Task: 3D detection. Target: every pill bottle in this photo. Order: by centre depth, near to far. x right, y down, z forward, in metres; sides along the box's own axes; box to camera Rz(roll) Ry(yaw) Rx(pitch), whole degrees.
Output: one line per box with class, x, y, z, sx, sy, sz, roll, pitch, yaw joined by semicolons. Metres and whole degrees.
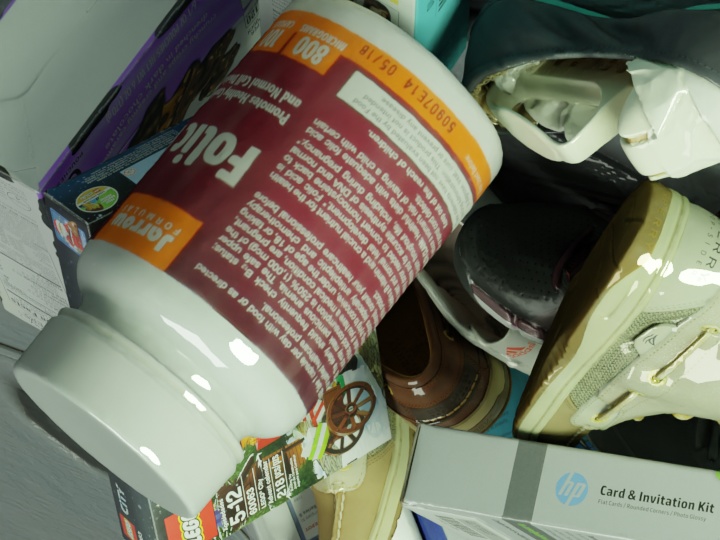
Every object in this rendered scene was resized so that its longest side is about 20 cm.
pill bottle;-0.043;-0.005;1.163;0.114;0.200;0.114;36;165;11

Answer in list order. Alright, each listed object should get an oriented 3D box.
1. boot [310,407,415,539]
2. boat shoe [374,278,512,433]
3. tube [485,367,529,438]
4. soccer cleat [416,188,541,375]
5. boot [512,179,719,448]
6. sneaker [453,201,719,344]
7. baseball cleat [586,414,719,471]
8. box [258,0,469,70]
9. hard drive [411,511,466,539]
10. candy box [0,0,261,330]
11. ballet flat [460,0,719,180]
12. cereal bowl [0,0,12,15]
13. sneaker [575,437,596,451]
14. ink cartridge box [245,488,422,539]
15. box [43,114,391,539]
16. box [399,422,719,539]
boot;-0.048;0.075;1.475;0.155;0.201;0.073;13;171;-9
boat shoe;0.000;0.001;1.403;0.200;0.072;0.068;51;-173;35
tube;0.074;0.072;1.420;0.077;0.050;0.201;-40;66;55
soccer cleat;0.092;0.028;1.360;0.200;0.078;0.069;39;119;-7
boot;0.154;0.048;1.188;0.154;0.072;0.200;23;152;-2
sneaker;0.136;-0.007;1.253;0.199;0.076;0.116;20;151;14
baseball cleat;0.207;0.078;1.309;0.199;0.070;0.106;17;151;-13
box;0.002;-0.137;1.170;0.082;0.049;0.200;31;161;11
hard drive;0.029;0.109;1.584;0.132;0.025;0.200;80;168;-65
candy box;-0.112;-0.071;1.336;0.071;0.168;0.200;29;161;17
ballet flat;0.112;-0.068;1.129;0.200;0.073;0.073;12;151;47
cereal bowl;-0.208;-0.155;1.366;0.200;0.083;0.200;39;-166;-12
sneaker;0.114;0.086;1.451;0.200;0.090;0.078;25;168;28
ink cartridge box;-0.033;0.109;1.589;0.145;0.087;0.201;160;90;-84
box;-0.060;0.023;1.287;0.038;0.136;0.200;33;143;43
box;0.137;0.114;1.248;0.199;0.041;0.156;9;169;25
